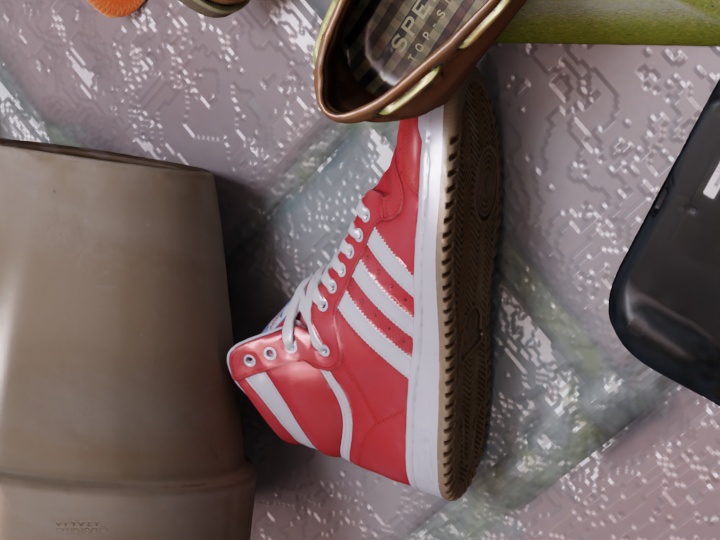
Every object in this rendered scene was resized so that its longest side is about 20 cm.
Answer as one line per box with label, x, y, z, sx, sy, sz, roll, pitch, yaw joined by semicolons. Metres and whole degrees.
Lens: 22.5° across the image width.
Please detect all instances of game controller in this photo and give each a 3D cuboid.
game controller;0.174;-0.030;0.700;0.104;0.042;0.200;33;119;15

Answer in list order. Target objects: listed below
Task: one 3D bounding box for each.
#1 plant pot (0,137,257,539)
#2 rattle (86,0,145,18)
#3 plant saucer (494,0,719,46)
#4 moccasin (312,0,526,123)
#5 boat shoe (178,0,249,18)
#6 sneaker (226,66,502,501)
plant pot;-0.137;0.032;0.833;0.200;0.200;0.174;11;96;27
rattle;-0.191;-0.195;0.806;0.130;0.143;0.200;-27;88;26
plant saucer;0.064;-0.179;0.702;0.199;0.048;0.201;5;113;29
moccasin;0.040;-0.136;0.656;0.074;0.078;0.201;45;124;7
boat shoe;-0.083;-0.205;0.766;0.068;0.072;0.200;-16;109;36
sneaker;0.000;0.000;0.797;0.112;0.071;0.201;12;114;24
